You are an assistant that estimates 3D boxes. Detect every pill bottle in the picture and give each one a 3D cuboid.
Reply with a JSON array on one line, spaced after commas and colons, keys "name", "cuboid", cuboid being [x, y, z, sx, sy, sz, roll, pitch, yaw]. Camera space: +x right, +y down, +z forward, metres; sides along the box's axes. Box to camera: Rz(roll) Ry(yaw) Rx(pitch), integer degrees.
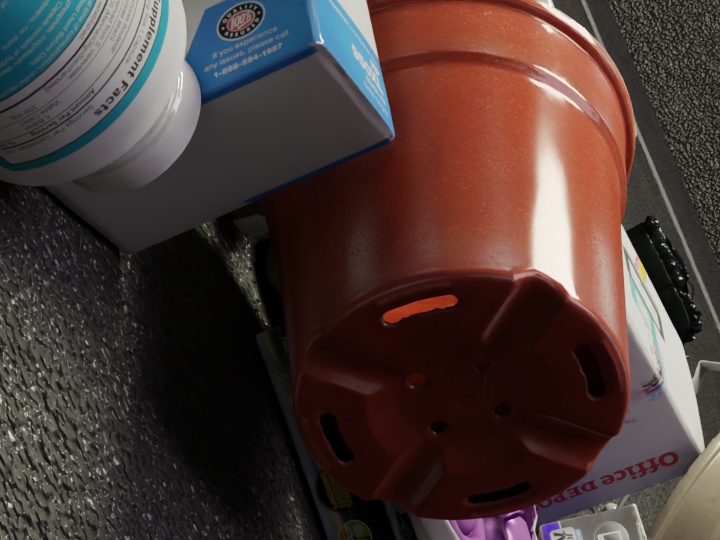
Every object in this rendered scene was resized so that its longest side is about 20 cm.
[{"name": "pill bottle", "cuboid": [-0.139, -0.103, 0.692, 0.200, 0.111, 0.111, 45, 28, -54]}]

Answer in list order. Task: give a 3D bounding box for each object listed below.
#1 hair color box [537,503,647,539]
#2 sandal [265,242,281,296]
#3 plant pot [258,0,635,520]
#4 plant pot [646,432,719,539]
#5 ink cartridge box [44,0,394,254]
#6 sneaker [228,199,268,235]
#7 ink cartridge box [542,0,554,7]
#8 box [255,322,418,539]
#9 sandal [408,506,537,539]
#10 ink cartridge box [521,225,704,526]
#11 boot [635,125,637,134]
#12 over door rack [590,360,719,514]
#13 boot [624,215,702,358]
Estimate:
[{"name": "hair color box", "cuboid": [0.145, 0.231, 1.116, 0.200, 0.065, 0.109, 88, -10, -62]}, {"name": "sandal", "cuboid": [0.000, 0.000, 1.092, 0.080, 0.054, 0.200, 47, 28, 15]}, {"name": "plant pot", "cuboid": [0.043, -0.002, 0.871, 0.201, 0.201, 0.195, 56, 19, -34]}, {"name": "plant pot", "cuboid": [0.304, 0.222, 1.250, 0.183, 0.201, 0.200, 33, 0, 27]}, {"name": "ink cartridge box", "cuboid": [-0.078, -0.130, 0.854, 0.084, 0.145, 0.200, 46, 27, -51]}, {"name": "sneaker", "cuboid": [-0.005, -0.071, 1.049, 0.200, 0.076, 0.077, -46, 120, -43]}, {"name": "ink cartridge box", "cuboid": [0.042, -0.227, 1.320, 0.129, 0.125, 0.200, 94, -22, -68]}, {"name": "box", "cuboid": [0.015, 0.121, 1.006, 0.200, 0.040, 0.137, 70, 16, 8]}, {"name": "sandal", "cuboid": [0.074, 0.138, 1.008, 0.203, 0.050, 0.083, 32, 39, -67]}, {"name": "ink cartridge box", "cuboid": [0.129, 0.047, 1.268, 0.200, 0.147, 0.146, 59, 18, -29]}, {"name": "boot", "cuboid": [0.099, -0.093, 1.320, 0.201, 0.144, 0.071, 18, 51, -55]}, {"name": "over door rack", "cuboid": [0.223, 0.172, 1.367, 0.067, 0.200, 0.148, 34, -11, 44]}, {"name": "boot", "cuboid": [0.154, 0.006, 1.371, 0.198, 0.162, 0.073, 59, 17, -26]}]
